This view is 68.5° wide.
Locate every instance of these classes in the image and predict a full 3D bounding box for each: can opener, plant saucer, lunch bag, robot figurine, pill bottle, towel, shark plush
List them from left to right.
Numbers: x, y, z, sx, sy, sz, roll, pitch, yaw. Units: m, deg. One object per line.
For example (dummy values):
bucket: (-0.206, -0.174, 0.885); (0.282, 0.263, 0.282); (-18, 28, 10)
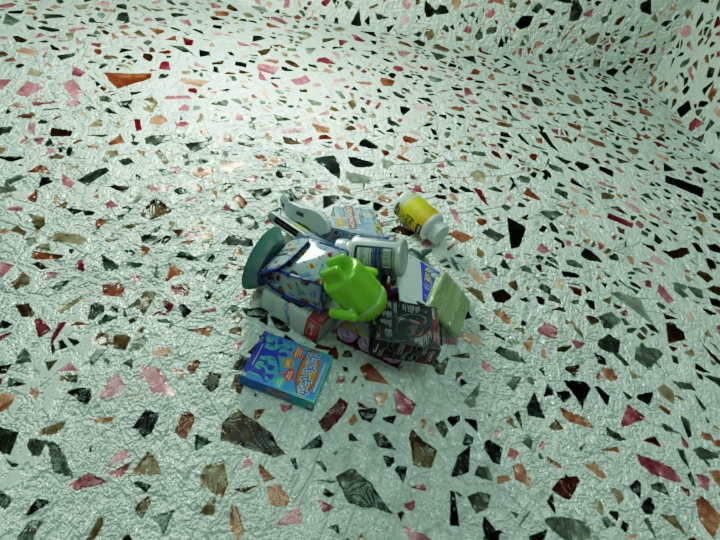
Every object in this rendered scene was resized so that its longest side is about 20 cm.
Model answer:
plant saucer: (-0.265, -0.028, 1.499); (0.036, 0.200, 0.200); (26, 46, 10)
can opener: (-0.207, -0.195, 1.793); (0.067, 0.053, 0.200); (-36, 60, -2)
lunch bag: (-0.154, -0.004, 1.452); (0.199, 0.124, 0.170); (19, 43, 18)
robot figurine: (-0.012, 0.049, 1.345); (0.200, 0.116, 0.176); (46, 48, -26)
pill bottle: (0.029, -0.044, 1.511); (0.199, 0.111, 0.111); (5, 42, 18)
shark plush: (0.159, -0.033, 1.682); (0.200, 0.091, 0.084); (16, 64, -47)
pill bottle: (0.214, -0.184, 1.849); (0.109, 0.109, 0.200); (-26, 59, -34)
towel: (0.268, 0.099, 1.598); (0.148, 0.036, 0.200); (46, 38, -8)

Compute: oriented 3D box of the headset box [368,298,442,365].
headset box: (0.127, 0.164, 1.423); (0.199, 0.075, 0.149); (10, 45, -8)

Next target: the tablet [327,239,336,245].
tablet: (-0.129, -0.039, 1.682); (0.130, 0.014, 0.200); (20, 44, 3)

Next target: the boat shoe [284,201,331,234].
boat shoe: (-0.156, -0.174, 1.697); (0.200, 0.071, 0.070); (26, 29, 35)

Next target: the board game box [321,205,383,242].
board game box: (-0.036, -0.153, 1.772); (0.199, 0.062, 0.200); (4, 43, -15)

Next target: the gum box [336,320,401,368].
gum box: (0.041, 0.176, 1.487); (0.199, 0.066, 0.114); (24, 45, 7)

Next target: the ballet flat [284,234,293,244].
ballet flat: (-0.176, -0.040, 1.616); (0.200, 0.070, 0.069); (34, 48, 22)

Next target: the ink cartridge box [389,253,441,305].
ink cartridge box: (0.171, 0.052, 1.597); (0.198, 0.043, 0.200); (28, 43, -30)

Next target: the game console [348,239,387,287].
game console: (0.000, 0.000, 1.574); (0.176, 0.031, 0.201); (7, 63, 16)

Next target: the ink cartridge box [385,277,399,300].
ink cartridge box: (0.049, 0.033, 1.625); (0.116, 0.067, 0.200); (-19, 56, -30)

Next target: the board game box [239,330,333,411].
board game box: (-0.188, 0.256, 1.362); (0.199, 0.045, 0.152); (20, 45, 2)

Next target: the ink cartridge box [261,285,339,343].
ink cartridge box: (-0.159, 0.089, 1.502); (0.200, 0.083, 0.146); (31, 47, 13)

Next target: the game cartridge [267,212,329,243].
game cartridge: (-0.190, -0.120, 1.659); (0.200, 0.041, 0.133); (34, 7, 37)
